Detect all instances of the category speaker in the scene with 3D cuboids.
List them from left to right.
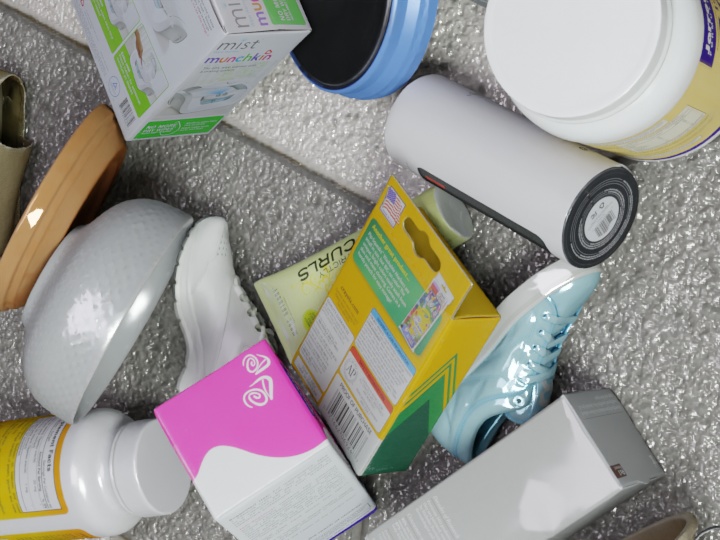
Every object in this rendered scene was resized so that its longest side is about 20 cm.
[{"bbox_3d":[0.109,-0.079,1.139,0.200,0.081,0.081,34,104,41],"label":"speaker"}]

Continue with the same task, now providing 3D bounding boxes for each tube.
[{"bbox_3d":[0.000,0.000,1.243,0.200,0.052,0.058,-31,36,28],"label":"tube"}]

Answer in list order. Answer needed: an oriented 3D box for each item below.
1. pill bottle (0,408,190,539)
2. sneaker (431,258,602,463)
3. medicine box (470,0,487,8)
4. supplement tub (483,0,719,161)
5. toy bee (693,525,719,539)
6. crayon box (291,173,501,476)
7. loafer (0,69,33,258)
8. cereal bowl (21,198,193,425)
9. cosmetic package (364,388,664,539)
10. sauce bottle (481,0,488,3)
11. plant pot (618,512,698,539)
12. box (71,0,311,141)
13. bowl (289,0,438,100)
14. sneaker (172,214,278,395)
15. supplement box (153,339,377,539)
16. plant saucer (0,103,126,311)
[{"bbox_3d":[-0.253,0.180,1.336,0.199,0.111,0.111,-9,84,28],"label":"pill bottle"},{"bbox_3d":[0.128,0.071,1.160,0.082,0.074,0.200,51,122,19],"label":"sneaker"},{"bbox_3d":[0.149,-0.318,1.141,0.182,0.103,0.201,-12,83,27],"label":"medicine box"},{"bbox_3d":[0.181,-0.156,1.062,0.145,0.200,0.146,-1,88,28],"label":"supplement tub"},{"bbox_3d":[0.324,0.205,1.041,0.131,0.109,0.200,-43,94,12],"label":"toy bee"},{"bbox_3d":[0.030,0.043,1.160,0.126,0.051,0.200,56,132,36],"label":"crayon box"},{"bbox_3d":[-0.347,-0.099,1.417,0.067,0.076,0.201,-9,84,34],"label":"loafer"},{"bbox_3d":[-0.222,0.023,1.270,0.083,0.200,0.200,30,103,0],"label":"cereal bowl"},{"bbox_3d":[0.116,0.176,1.140,0.200,0.107,0.090,-40,71,19],"label":"cosmetic package"},{"bbox_3d":[0.116,-0.286,1.063,0.065,0.065,0.201,21,98,27],"label":"sauce bottle"},{"bbox_3d":[0.198,0.300,1.058,0.200,0.200,0.184,-35,84,23],"label":"plant pot"},{"bbox_3d":[-0.157,-0.239,1.275,0.176,0.097,0.200,-38,70,45],"label":"box"},{"bbox_3d":[-0.009,-0.235,1.205,0.200,0.039,0.201,17,110,56],"label":"bowl"},{"bbox_3d":[-0.112,0.052,1.299,0.087,0.075,0.201,-4,89,11],"label":"sneaker"},{"bbox_3d":[-0.069,0.148,1.172,0.103,0.200,0.101,-33,66,-2],"label":"supplement box"},{"bbox_3d":[-0.255,-0.049,1.313,0.037,0.200,0.201,29,104,-5],"label":"plant saucer"}]
